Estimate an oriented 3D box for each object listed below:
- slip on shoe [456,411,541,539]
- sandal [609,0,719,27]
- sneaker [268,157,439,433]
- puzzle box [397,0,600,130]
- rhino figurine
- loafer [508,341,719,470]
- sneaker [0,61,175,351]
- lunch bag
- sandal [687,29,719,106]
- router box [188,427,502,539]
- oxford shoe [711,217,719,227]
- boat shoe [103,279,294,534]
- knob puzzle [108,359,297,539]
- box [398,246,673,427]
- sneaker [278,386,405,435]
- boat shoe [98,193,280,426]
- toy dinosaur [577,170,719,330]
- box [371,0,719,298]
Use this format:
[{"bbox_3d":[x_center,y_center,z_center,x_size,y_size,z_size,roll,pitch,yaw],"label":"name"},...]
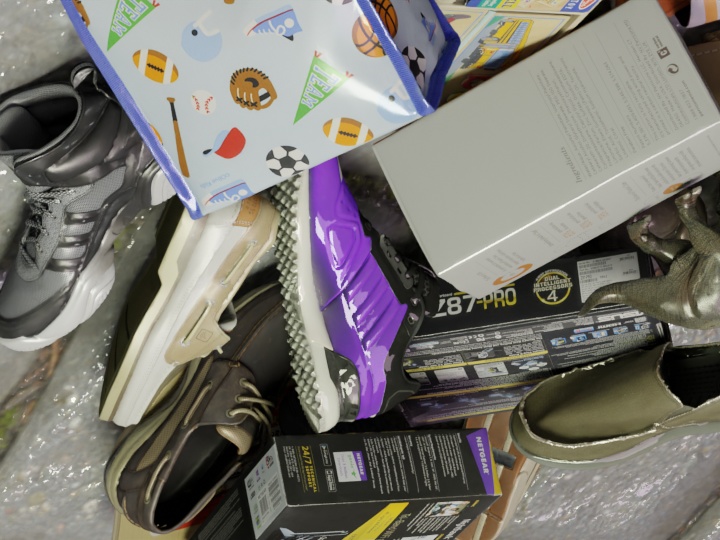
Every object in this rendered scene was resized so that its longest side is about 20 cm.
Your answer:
[{"bbox_3d":[0.117,0.115,1.789,0.076,0.061,0.200,23,116,10],"label":"slip on shoe"},{"bbox_3d":[0.258,-0.208,1.523,0.206,0.059,0.079,-27,140,0],"label":"sandal"},{"bbox_3d":[0.000,0.000,1.547,0.099,0.070,0.201,-10,106,-13],"label":"sneaker"},{"bbox_3d":[0.056,-0.142,1.454,0.133,0.025,0.200,-1,155,-28],"label":"puzzle box"},{"bbox_3d":[0.167,-0.039,1.640,0.200,0.088,0.060,17,162,-38],"label":"rhino figurine"},{"bbox_3d":[0.196,0.078,1.607,0.200,0.075,0.070,-15,143,5],"label":"loafer"},{"bbox_3d":[-0.190,-0.043,1.444,0.114,0.076,0.200,23,113,-42],"label":"sneaker"},{"bbox_3d":[-0.065,-0.160,1.321,0.170,0.124,0.200,-25,112,22],"label":"lunch bag"},{"bbox_3d":[0.270,-0.137,1.596,0.212,0.078,0.070,-34,174,32],"label":"sandal"},{"bbox_3d":[-0.016,0.172,1.630,0.157,0.052,0.200,0,153,-24],"label":"router box"},{"bbox_3d":[0.293,-0.037,1.683,0.085,0.073,0.200,-65,169,1],"label":"oxford shoe"},{"bbox_3d":[-0.087,0.098,1.594,0.074,0.073,0.200,34,95,-41],"label":"boat shoe"},{"bbox_3d":[-0.093,0.106,1.680,0.219,0.030,0.220,-22,134,-25],"label":"knob puzzle"},{"bbox_3d":[0.113,0.049,1.650,0.200,0.049,0.161,-10,153,10],"label":"box"},{"bbox_3d":[-0.002,0.146,1.720,0.082,0.070,0.200,-34,135,28],"label":"sneaker"},{"bbox_3d":[-0.114,0.028,1.548,0.068,0.075,0.200,17,125,-16],"label":"boat shoe"},{"bbox_3d":[0.237,-0.008,1.533,0.200,0.102,0.077,-31,180,-18],"label":"toy dinosaur"},{"bbox_3d":[0.127,-0.076,1.503,0.200,0.098,0.124,-29,166,10],"label":"box"}]
